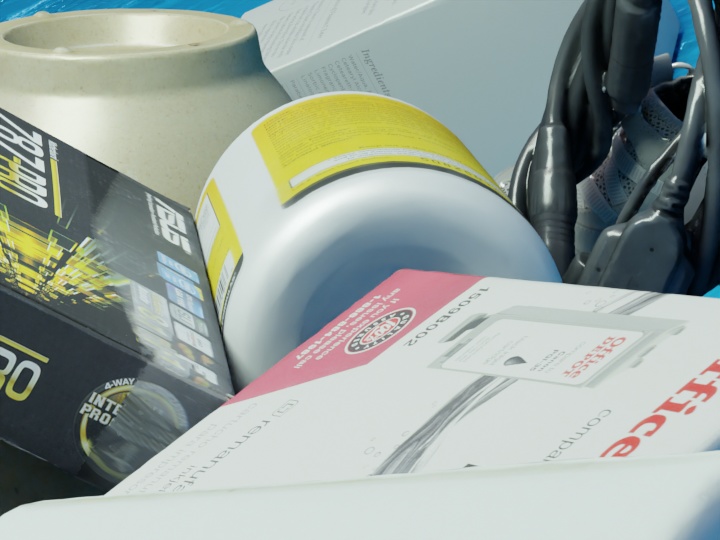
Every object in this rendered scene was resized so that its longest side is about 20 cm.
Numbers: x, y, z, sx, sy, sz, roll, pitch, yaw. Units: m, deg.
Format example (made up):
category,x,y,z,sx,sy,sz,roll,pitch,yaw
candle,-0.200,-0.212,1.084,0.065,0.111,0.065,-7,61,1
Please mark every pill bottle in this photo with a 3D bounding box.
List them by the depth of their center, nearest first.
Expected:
category,x,y,z,sx,sy,sz,roll,pitch,yaw
pill bottle,0.000,0.000,0.923,0.112,0.112,0.200,-29,17,1

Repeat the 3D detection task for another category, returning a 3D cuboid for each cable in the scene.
category,x,y,z,sx,sy,sz,roll,pitch,yaw
cable,0.097,-0.041,0.936,0.163,0.051,0.200,-103,31,-65

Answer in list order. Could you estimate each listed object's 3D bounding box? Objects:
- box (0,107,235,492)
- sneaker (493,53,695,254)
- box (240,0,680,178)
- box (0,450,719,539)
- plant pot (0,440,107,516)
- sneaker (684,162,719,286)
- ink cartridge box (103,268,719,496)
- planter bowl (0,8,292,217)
category,x,y,z,sx,sy,sz,roll,pitch,yaw
box,-0.126,-0.010,0.842,0.049,0.161,0.200,-57,15,11
sneaker,0.122,-0.049,1.033,0.200,0.082,0.075,-10,27,44
box,0.036,-0.096,1.256,0.200,0.097,0.124,-22,20,22
box,-0.006,0.163,0.491,0.200,0.199,0.171,-9,27,41
plant pot,-0.177,0.069,0.910,0.200,0.183,0.200,-45,19,21
sneaker,0.166,-0.011,0.880,0.079,0.078,0.200,-35,20,-34
ink cartridge box,0.032,0.073,0.666,0.147,0.083,0.200,-37,20,-25
planter bowl,-0.102,-0.038,1.128,0.200,0.135,0.200,-2,14,0
